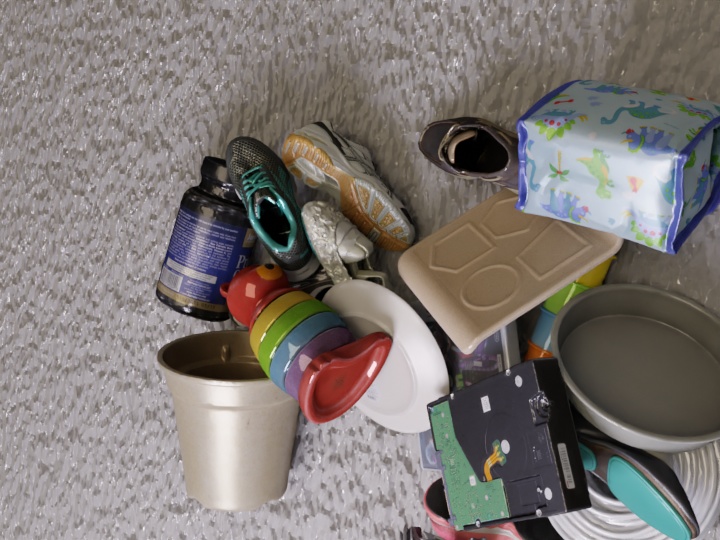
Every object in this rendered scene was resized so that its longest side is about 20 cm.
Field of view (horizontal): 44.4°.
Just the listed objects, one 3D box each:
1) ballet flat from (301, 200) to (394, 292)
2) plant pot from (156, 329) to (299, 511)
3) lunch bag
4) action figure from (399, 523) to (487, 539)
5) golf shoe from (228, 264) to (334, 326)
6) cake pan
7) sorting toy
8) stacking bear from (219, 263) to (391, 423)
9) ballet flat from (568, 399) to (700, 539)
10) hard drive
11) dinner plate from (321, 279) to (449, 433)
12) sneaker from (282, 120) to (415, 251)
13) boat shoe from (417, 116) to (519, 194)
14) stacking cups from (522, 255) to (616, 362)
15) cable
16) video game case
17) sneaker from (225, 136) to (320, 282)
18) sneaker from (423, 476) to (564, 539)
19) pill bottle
[{"bbox_3d":[0.000,0.000,1.057,0.071,0.072,0.202,-19,104,29],"label":"ballet flat"},{"bbox_3d":[-0.157,0.193,1.122,0.198,0.200,0.186,10,105,31],"label":"plant pot"},{"bbox_3d":[0.267,-0.120,0.862,0.169,0.200,0.129,20,133,31],"label":"lunch bag"},{"bbox_3d":[0.088,0.338,0.985,0.130,0.070,0.201,36,134,0],"label":"action figure"},{"bbox_3d":[-0.088,0.037,1.135,0.199,0.077,0.095,-34,72,27],"label":"golf shoe"},{"bbox_3d":[0.280,0.094,0.856,0.199,0.200,0.037,34,140,27],"label":"cake pan"},{"bbox_3d":[0.153,-0.014,0.934,0.199,0.037,0.185,-36,36,-1],"label":"sorting toy"},{"bbox_3d":[-0.079,0.067,1.009,0.200,0.121,0.115,43,132,29],"label":"stacking bear"},{"bbox_3d":[0.246,0.174,0.845,0.199,0.073,0.074,31,105,36],"label":"ballet flat"},{"bbox_3d":[0.140,0.178,0.876,0.200,0.037,0.142,-38,57,56],"label":"hard drive"},{"bbox_3d":[0.017,0.106,1.031,0.199,0.024,0.202,26,132,33],"label":"dinner plate"},{"bbox_3d":[0.001,-0.113,1.087,0.200,0.088,0.076,44,133,1],"label":"sneaker"},{"bbox_3d":[0.126,-0.139,0.984,0.199,0.073,0.075,23,96,52],"label":"boat shoe"},{"bbox_3d":[0.211,0.067,0.951,0.060,0.060,0.202,24,97,29],"label":"stacking cups"},{"bbox_3d":[0.269,0.198,0.902,0.200,0.069,0.201,42,101,29],"label":"cable"},{"bbox_3d":[0.116,0.127,0.995,0.181,0.023,0.203,-14,81,58],"label":"video game case"},{"bbox_3d":[-0.110,-0.087,1.068,0.077,0.091,0.201,-31,73,1],"label":"sneaker"},{"bbox_3d":[0.169,0.289,0.987,0.198,0.074,0.087,13,139,18],"label":"sneaker"},{"bbox_3d":[-0.197,-0.044,1.183,0.111,0.111,0.202,24,102,29],"label":"pill bottle"}]
